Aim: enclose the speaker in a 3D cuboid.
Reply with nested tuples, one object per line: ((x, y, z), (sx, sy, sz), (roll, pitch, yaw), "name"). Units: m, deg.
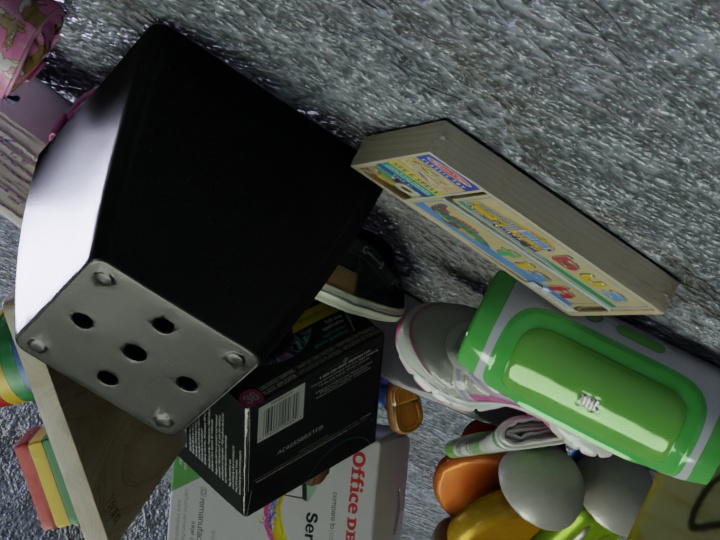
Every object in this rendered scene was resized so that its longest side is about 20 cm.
((0.172, 0.076, 1.573), (0.199, 0.089, 0.089), (26, 167, 6), "speaker")

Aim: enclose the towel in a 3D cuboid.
((0.156, 0.128, 1.796), (0.148, 0.031, 0.200), (-6, 175, -12), "towel")

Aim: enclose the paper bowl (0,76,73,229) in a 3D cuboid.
((-0.293, -0.112, 1.764), (0.200, 0.105, 0.201), (35, 176, 2), "paper bowl")

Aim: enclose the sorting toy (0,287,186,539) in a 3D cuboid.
((-0.218, 0.085, 1.665), (0.069, 0.200, 0.200), (-13, -164, 17), "sorting toy")

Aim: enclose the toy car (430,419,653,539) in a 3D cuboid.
((0.151, 0.200, 1.981), (0.199, 0.151, 0.175), (8, 137, -36), "toy car")

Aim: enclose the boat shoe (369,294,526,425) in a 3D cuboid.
((0.052, 0.074, 1.880), (0.199, 0.071, 0.070), (28, 166, -26), "boat shoe")

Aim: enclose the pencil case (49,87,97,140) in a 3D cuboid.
((-0.150, -0.064, 1.709), (0.200, 0.086, 0.083), (40, -159, -41), "pencil case")

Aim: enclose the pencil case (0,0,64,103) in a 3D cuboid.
((-0.311, -0.199, 1.567), (0.199, 0.087, 0.083), (30, -162, -3), "pencil case")

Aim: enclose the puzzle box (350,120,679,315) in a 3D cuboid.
((0.100, -0.031, 1.456), (0.199, 0.026, 0.133), (33, 166, -18), "puzzle box")

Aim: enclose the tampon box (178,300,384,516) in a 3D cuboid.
((-0.100, 0.072, 1.815), (0.200, 0.149, 0.127), (38, 141, 32), "tampon box")

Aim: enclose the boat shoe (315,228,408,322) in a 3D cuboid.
((0.000, 0.000, 1.718), (0.074, 0.063, 0.200), (21, -179, 13), "boat shoe")

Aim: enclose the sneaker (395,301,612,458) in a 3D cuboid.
((0.123, 0.066, 1.667), (0.198, 0.082, 0.088), (18, 150, 7), "sneaker")

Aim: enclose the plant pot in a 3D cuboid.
((-0.130, -0.010, 1.526), (0.199, 0.178, 0.200), (33, 140, -16), "plant pot")

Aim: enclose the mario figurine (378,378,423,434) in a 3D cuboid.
((-0.011, 0.112, 1.988), (0.123, 0.106, 0.200), (41, 180, -22), "mario figurine")

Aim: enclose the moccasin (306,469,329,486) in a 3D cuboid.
((-0.108, 0.120, 1.904), (0.201, 0.078, 0.074), (40, 146, 18), "moccasin")

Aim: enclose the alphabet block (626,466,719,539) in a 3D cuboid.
((0.301, 0.236, 1.688), (0.199, 0.196, 0.197), (25, 165, 10), "alphabet block")

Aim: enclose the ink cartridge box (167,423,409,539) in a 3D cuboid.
((-0.066, 0.205, 1.991), (0.198, 0.146, 0.084), (6, -176, 18), "ink cartridge box")
